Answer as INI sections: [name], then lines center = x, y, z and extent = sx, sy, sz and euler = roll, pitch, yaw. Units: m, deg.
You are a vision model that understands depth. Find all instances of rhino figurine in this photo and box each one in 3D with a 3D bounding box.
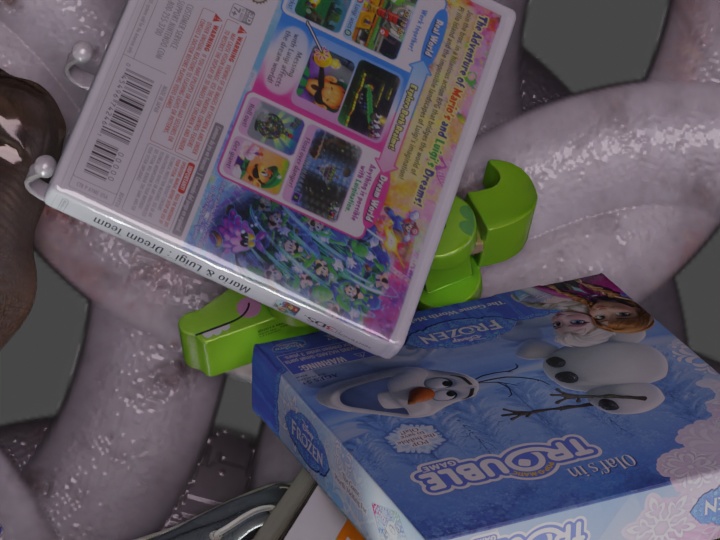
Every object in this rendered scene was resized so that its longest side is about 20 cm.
[rhino figurine]
center = -0.203, -0.009, 1.452
extent = 0.087, 0.060, 0.201
euler = 11, 90, -5

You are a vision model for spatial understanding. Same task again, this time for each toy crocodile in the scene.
[toy crocodile]
center = 0.000, 0.000, 1.474
extent = 0.200, 0.068, 0.062
euler = -23, 59, -6

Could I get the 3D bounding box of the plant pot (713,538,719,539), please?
[plant pot]
center = 0.199, 0.188, 1.434
extent = 0.200, 0.193, 0.201
euler = 0, 90, -7

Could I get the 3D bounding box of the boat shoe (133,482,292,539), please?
[boat shoe]
center = -0.103, 0.170, 1.461
extent = 0.200, 0.062, 0.073
euler = -29, 97, -5

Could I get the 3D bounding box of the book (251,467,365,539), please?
[book]
center = 0.012, 0.157, 1.417
extent = 0.048, 0.200, 0.134
euler = -38, 98, 29

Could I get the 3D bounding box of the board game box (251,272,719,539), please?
[board game box]
center = 0.077, 0.076, 1.396
extent = 0.199, 0.199, 0.043
euler = -12, 121, -23

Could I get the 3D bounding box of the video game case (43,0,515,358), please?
[video game case]
center = -0.034, -0.080, 1.393
extent = 0.182, 0.024, 0.200
euler = 25, 62, -9

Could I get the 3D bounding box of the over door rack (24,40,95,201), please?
[over door rack]
center = -0.050, -0.083, 1.431
extent = 0.199, 0.067, 0.148
euler = 15, 64, 2

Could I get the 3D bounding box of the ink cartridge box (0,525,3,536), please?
[ink cartridge box]
center = -0.294, 0.111, 1.376
extent = 0.200, 0.041, 0.200
euler = -42, 121, -25
